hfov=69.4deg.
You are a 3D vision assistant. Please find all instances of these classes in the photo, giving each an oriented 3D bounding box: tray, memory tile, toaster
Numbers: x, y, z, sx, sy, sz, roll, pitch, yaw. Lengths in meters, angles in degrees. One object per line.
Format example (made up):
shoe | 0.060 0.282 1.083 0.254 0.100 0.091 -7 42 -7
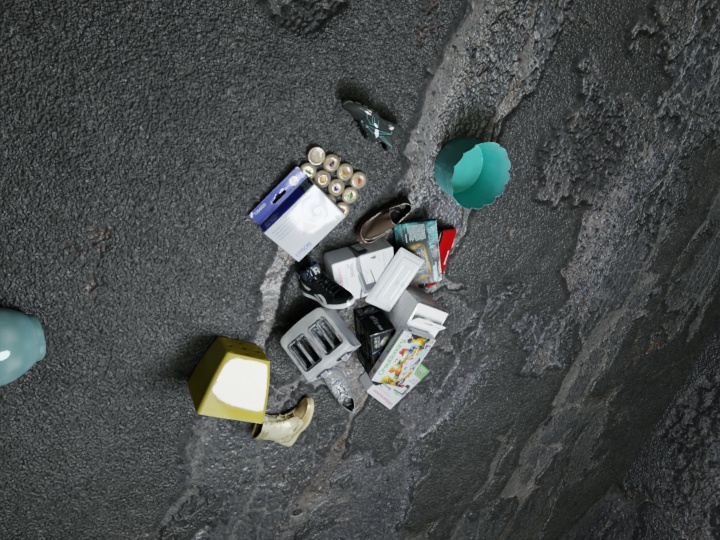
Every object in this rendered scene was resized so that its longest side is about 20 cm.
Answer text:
tray | 0.109 0.035 1.593 0.107 0.022 0.201 25 105 -34
memory tile | -0.089 -0.246 1.472 0.199 0.017 0.154 25 102 -30
toaster | -0.124 0.211 1.581 0.180 0.119 0.201 -39 84 8

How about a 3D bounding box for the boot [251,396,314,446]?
boot | -0.257 0.493 1.730 0.155 0.073 0.201 23 109 -33

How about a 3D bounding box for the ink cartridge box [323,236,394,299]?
ink cartridge box | 0.000 0.000 1.590 0.198 0.084 0.146 -17 121 -15

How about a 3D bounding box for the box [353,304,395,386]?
box | 0.049 0.239 1.682 0.085 0.164 0.202 -14 118 -16

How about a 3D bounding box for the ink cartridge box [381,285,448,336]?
ink cartridge box | 0.170 0.139 1.662 0.128 0.200 0.126 20 106 -29

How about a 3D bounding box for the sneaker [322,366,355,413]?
sneaker | -0.062 0.403 1.763 0.074 0.082 0.201 -35 123 -4

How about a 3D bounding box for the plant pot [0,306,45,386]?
plant pot | -0.857 0.177 1.264 0.134 0.199 0.202 -12 123 -48

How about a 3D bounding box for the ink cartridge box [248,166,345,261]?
ink cartridge box | -0.174 -0.153 1.454 0.199 0.041 0.200 -43 124 8

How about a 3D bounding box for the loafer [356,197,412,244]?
loafer | 0.073 -0.152 1.547 0.200 0.071 0.073 -40 105 -5

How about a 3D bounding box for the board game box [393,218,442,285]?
board game box | 0.180 -0.055 1.618 0.134 0.028 0.202 -5 107 9

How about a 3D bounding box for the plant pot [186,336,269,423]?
plant pot | -0.372 0.309 1.531 0.199 0.200 0.178 19 94 -29

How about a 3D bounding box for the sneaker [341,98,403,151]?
sneaker | 0.026 -0.396 1.414 0.199 0.075 0.080 24 106 -30

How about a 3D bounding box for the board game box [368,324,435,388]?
board game box | 0.127 0.267 1.598 0.125 0.035 0.201 19 113 -28

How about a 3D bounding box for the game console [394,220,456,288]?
game console | 0.202 -0.057 1.689 0.172 0.118 0.202 -14 125 -53

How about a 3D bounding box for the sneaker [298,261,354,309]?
sneaker | -0.109 0.037 1.499 0.073 0.199 0.113 -41 130 -36

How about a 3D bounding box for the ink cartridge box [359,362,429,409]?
ink cartridge box | 0.117 0.365 1.820 0.200 0.084 0.145 -45 123 3

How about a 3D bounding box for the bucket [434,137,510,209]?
bucket | 0.329 -0.296 1.556 0.205 0.135 0.209 -9 118 -18
